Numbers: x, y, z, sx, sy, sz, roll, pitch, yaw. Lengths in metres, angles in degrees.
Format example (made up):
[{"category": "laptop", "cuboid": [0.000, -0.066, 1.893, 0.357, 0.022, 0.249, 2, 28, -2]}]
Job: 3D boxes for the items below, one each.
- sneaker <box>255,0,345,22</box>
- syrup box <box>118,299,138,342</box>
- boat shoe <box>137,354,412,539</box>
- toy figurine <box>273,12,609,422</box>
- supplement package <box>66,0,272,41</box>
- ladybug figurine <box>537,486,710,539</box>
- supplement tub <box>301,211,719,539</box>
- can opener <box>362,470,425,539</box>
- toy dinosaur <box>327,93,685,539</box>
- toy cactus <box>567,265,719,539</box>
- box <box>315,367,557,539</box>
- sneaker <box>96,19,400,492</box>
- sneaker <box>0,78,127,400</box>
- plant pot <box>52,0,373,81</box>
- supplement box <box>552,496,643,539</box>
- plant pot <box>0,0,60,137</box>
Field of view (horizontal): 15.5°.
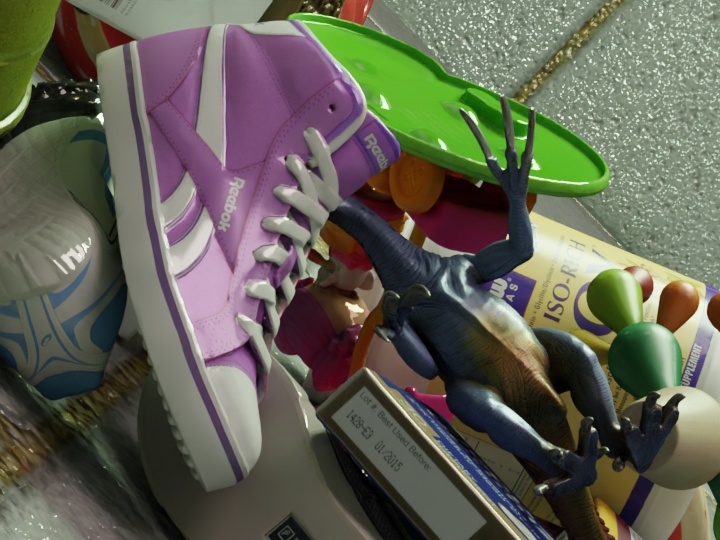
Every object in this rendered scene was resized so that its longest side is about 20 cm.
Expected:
[{"category": "sneaker", "cuboid": [-0.076, -0.106, 1.390, 0.090, 0.201, 0.067, 36, 44, 15]}, {"category": "syrup box", "cuboid": [-0.097, -0.038, 1.257, 0.081, 0.079, 0.200, 45, 9, -3]}, {"category": "boat shoe", "cuboid": [-0.017, 0.115, 1.040, 0.200, 0.075, 0.093, 56, 1, 37]}, {"category": "toy figurine", "cuboid": [0.000, 0.000, 1.231, 0.150, 0.185, 0.200, 8, 21, -36]}, {"category": "supplement package", "cuboid": [-0.114, -0.209, 1.259, 0.111, 0.156, 0.200, 44, 11, 37]}, {"category": "ladybug figurine", "cuboid": [0.132, 0.109, 1.478, 0.136, 0.072, 0.201, -14, -88, 65]}, {"category": "supplement tub", "cuboid": [0.084, 0.045, 1.349, 0.199, 0.146, 0.145, 22, 10, 0]}, {"category": "can opener", "cuboid": [-0.009, 0.117, 1.135, 0.200, 0.053, 0.067, 44, 42, -12]}, {"category": "toy dinosaur", "cuboid": [0.033, 0.035, 1.098, 0.105, 0.201, 0.181, -29, 46, -36]}, {"category": "toy cactus", "cuboid": [0.148, 0.078, 1.197, 0.165, 0.102, 0.201, 11, 51, -63]}, {"category": "box", "cuboid": [0.051, 0.104, 1.080, 0.121, 0.032, 0.200, 47, 1, 15]}, {"category": "sneaker", "cuboid": [-0.036, -0.016, 1.030, 0.073, 0.114, 0.201, 77, 2, -63]}, {"category": "sneaker", "cuboid": [-0.129, -0.019, 1.080, 0.200, 0.072, 0.073, -98, 179, -59]}, {"category": "plant pot", "cuboid": [-0.088, -0.175, 1.546, 0.200, 0.200, 0.183, 43, 19, -14]}, {"category": "supplement box", "cuboid": [0.153, 0.215, 1.252, 0.200, 0.086, 0.110, 45, 9, -2]}, {"category": "plant pot", "cuboid": [-0.177, -0.185, 1.030, 0.200, 0.193, 0.201, 26, 26, -14]}]
